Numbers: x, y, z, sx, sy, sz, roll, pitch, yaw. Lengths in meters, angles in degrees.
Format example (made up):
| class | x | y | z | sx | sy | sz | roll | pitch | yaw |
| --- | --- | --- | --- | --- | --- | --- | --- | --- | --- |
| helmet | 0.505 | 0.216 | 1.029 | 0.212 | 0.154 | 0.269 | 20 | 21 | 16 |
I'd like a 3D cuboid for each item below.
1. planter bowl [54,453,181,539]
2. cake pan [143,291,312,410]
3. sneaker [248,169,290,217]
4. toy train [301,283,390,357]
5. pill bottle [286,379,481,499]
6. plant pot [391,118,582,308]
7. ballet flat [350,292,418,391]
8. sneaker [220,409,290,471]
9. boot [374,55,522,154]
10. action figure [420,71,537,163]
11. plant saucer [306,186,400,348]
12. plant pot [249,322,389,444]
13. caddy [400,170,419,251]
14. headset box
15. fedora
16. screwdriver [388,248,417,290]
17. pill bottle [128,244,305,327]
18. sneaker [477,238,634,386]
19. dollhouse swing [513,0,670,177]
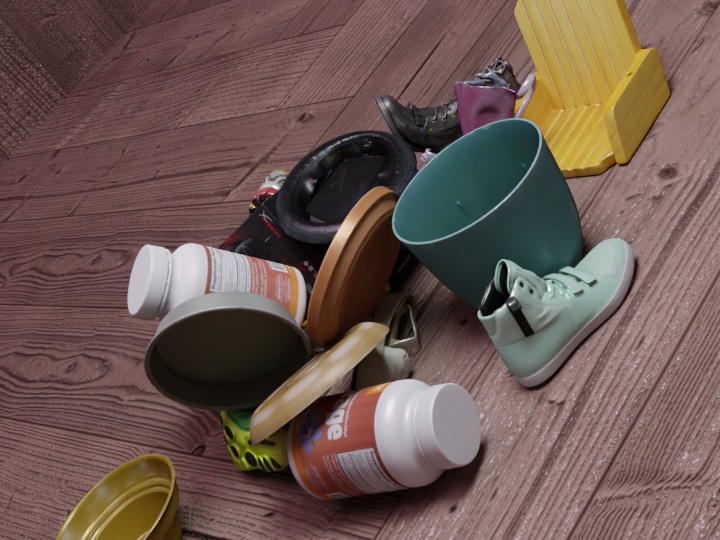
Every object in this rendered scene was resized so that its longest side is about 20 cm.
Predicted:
| class | x | y | z | sx | sy | sz | roll | pitch | yaw |
| --- | --- | --- | --- | --- | --- | --- | --- | --- | --- |
| planter bowl | -0.278 | 0.327 | 1.633 | 0.199 | 0.084 | 0.201 | -31 | 29 | 19 |
| cake pan | -0.156 | 0.094 | 1.586 | 0.199 | 0.200 | 0.037 | -28 | 46 | 22 |
| sneaker | -0.098 | -0.053 | 1.877 | 0.077 | 0.202 | 0.083 | 6 | 46 | 13 |
| toy train | -0.033 | 0.066 | 1.740 | 0.200 | 0.056 | 0.150 | -42 | 2 | 28 |
| pill bottle | 0.025 | 0.177 | 1.432 | 0.198 | 0.112 | 0.113 | -16 | 34 | 39 |
| plant pot | 0.162 | -0.046 | 1.540 | 0.199 | 0.161 | 0.201 | -31 | 27 | 18 |
| ballet flat | 0.035 | 0.095 | 1.609 | 0.069 | 0.070 | 0.201 | -25 | 30 | 28 |
| sneaker | -0.111 | 0.203 | 1.642 | 0.083 | 0.075 | 0.199 | -18 | 10 | -27 |
| boot | 0.133 | -0.226 | 1.822 | 0.174 | 0.199 | 0.070 | -43 | 40 | 18 |
| action figure | 0.160 | -0.147 | 1.733 | 0.147 | 0.203 | 0.134 | -1 | -1 | 16 |
| plant saucer | 0.000 | 0.000 | 1.584 | 0.032 | 0.201 | 0.201 | 24 | 59 | 17 |
| plant pot | -0.052 | 0.119 | 1.499 | 0.199 | 0.028 | 0.200 | -39 | 1 | 1 |
| caddy | 0.011 | -0.080 | 1.853 | 0.140 | 0.105 | 0.201 | -6 | 42 | 47 |
| headset box | -0.126 | 0.012 | 1.794 | 0.200 | 0.149 | 0.077 | -40 | 2 | 31 |
| fedora | -0.009 | -0.086 | 1.731 | 0.198 | 0.092 | 0.202 | -13 | 44 | 13 |
| screwdriver | 0.092 | -0.052 | 1.795 | 0.029 | 0.028 | 0.200 | 28 | 68 | 29 |
| pill bottle | -0.175 | 0.032 | 1.640 | 0.112 | 0.198 | 0.114 | -41 | 42 | 53 |
| sneaker | 0.209 | 0.013 | 1.438 | 0.201 | 0.119 | 0.073 | -48 | 26 | -19 |
| dollhouse swing | 0.255 | -0.244 | 1.708 | 0.199 | 0.176 | 0.182 | -1 | 45 | 51 |
